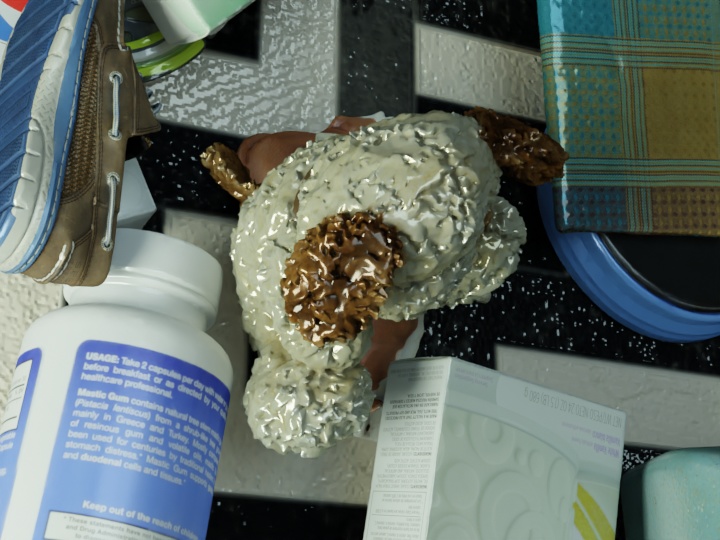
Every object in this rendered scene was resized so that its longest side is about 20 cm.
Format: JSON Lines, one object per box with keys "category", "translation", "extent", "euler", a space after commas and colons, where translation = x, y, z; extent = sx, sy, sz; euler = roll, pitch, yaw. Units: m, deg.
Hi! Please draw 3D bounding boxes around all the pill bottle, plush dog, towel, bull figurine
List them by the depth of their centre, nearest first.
{"category": "plush dog", "translation": [0.006, -0.025, 0.679], "extent": [0.200, 0.172, 0.161], "euler": [-42, 98, -30]}
{"category": "pill bottle", "translation": [-0.125, 0.085, 0.691], "extent": [0.112, 0.112, 0.200], "euler": [17, 65, -19]}
{"category": "bull figurine", "translation": [0.000, 0.000, 0.810], "extent": [0.121, 0.065, 0.200], "euler": [-21, 85, -35]}
{"category": "towel", "translation": [0.182, -0.122, 0.904], "extent": [0.146, 0.022, 0.200], "euler": [1, 82, -24]}

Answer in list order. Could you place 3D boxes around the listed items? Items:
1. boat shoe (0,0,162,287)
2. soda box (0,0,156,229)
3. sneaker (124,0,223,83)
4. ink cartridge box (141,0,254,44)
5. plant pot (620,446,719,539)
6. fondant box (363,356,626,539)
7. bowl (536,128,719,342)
{"category": "boat shoe", "translation": [-0.145, -0.080, 0.700], "extent": [0.072, 0.072, 0.200], "euler": [28, 57, -34]}
{"category": "soda box", "translation": [-0.186, -0.105, 0.759], "extent": [0.068, 0.064, 0.200], "euler": [-18, 81, -29]}
{"category": "sneaker", "translation": [-0.094, -0.196, 0.813], "extent": [0.200, 0.074, 0.081], "euler": [-53, 137, -31]}
{"category": "ink cartridge box", "translation": [-0.095, -0.250, 0.753], "extent": [0.161, 0.050, 0.200], "euler": [-45, 116, -35]}
{"category": "plant pot", "translation": [0.260, 0.183, 0.748], "extent": [0.196, 0.200, 0.196], "euler": [-3, 71, 3]}
{"category": "fondant box", "translation": [0.072, 0.161, 0.754], "extent": [0.144, 0.058, 0.200], "euler": [19, 74, -35]}
{"category": "bowl", "translation": [0.217, -0.052, 0.945], "extent": [0.200, 0.039, 0.201], "euler": [9, 68, -23]}
